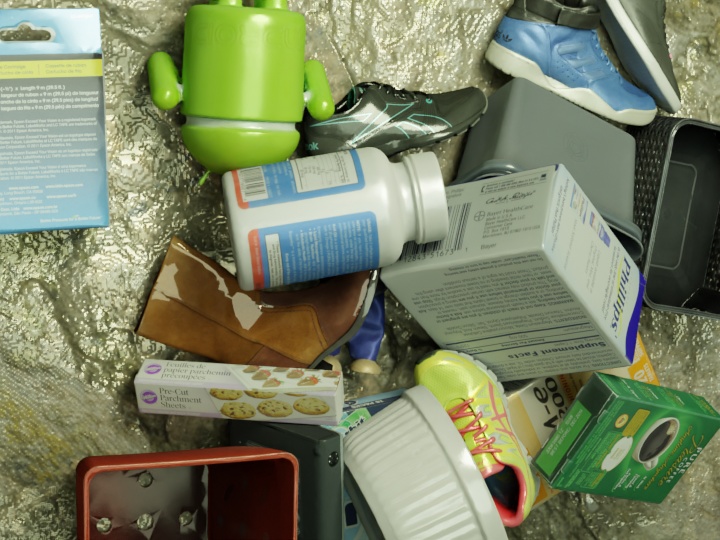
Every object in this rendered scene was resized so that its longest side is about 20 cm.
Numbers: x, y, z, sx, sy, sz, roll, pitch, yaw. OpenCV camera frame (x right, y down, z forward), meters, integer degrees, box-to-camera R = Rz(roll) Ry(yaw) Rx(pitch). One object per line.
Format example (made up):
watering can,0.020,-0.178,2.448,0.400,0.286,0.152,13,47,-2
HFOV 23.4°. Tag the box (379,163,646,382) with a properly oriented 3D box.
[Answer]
box,0.152,0.009,1.692,0.200,0.182,0.106,49,45,-39

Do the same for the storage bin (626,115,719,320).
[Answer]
storage bin,0.346,-0.056,1.846,0.134,0.094,0.202,9,92,-22

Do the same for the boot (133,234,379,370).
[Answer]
boot,-0.095,0.018,1.677,0.199,0.069,0.189,28,105,-7

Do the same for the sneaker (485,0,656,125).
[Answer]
sneaker,0.235,-0.229,1.780,0.198,0.077,0.112,21,106,-17

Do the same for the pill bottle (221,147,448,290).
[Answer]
pill bottle,-0.023,-0.052,1.603,0.198,0.112,0.113,-9,100,-5

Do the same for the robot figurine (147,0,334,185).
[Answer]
robot figurine,-0.110,-0.180,1.634,0.174,0.116,0.202,1,97,-16

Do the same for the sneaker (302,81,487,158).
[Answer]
sneaker,0.034,-0.153,1.718,0.198,0.075,0.080,-22,102,-18

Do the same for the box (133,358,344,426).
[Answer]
box,-0.114,0.116,1.653,0.198,0.039,0.042,4,125,9

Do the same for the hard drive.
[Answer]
hard drive,-0.072,0.240,1.679,0.033,0.139,0.202,-15,110,-43

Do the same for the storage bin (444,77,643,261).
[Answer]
storage bin,0.186,-0.093,1.766,0.199,0.145,0.135,25,60,-22

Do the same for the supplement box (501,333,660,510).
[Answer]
supplement box,0.215,0.146,1.828,0.199,0.073,0.127,-31,107,-15

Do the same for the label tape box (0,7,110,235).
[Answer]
label tape box,-0.308,-0.136,1.589,0.142,0.066,0.202,-4,96,-22

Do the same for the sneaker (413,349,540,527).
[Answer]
sneaker,0.118,0.167,1.714,0.078,0.090,0.201,-31,104,18

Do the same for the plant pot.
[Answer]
plant pot,-0.181,0.257,1.628,0.198,0.176,0.202,-2,97,-22

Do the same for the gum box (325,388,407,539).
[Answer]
gum box,-0.012,0.236,1.764,0.168,0.044,0.202,-10,101,-21

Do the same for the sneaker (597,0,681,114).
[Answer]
sneaker,0.308,-0.267,1.815,0.099,0.071,0.201,-34,104,-9

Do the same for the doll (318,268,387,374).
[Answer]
doll,0.000,0.000,1.736,0.135,0.048,0.202,5,95,-10

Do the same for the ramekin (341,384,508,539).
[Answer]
ramekin,0.055,0.222,1.665,0.104,0.200,0.202,-25,105,-9

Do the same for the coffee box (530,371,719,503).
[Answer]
coffee box,0.274,0.173,1.772,0.199,0.044,0.124,13,117,-44
